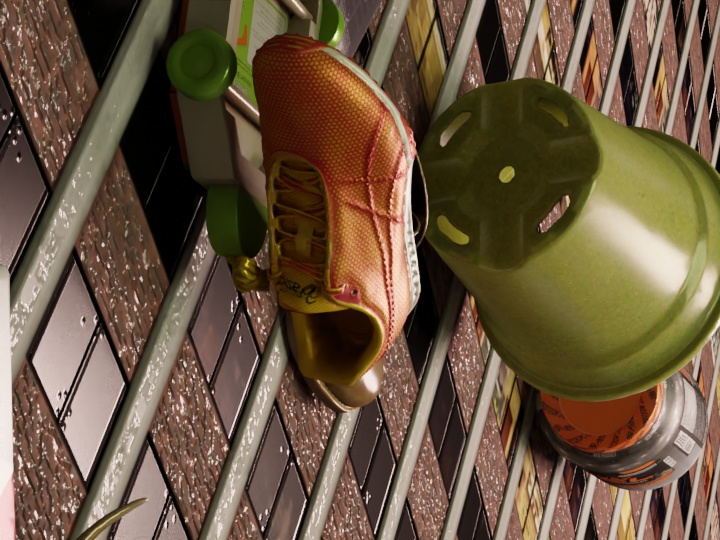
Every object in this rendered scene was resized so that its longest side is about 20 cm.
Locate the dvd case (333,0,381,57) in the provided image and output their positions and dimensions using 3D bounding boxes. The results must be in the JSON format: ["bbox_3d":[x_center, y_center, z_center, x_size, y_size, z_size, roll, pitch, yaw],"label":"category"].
[{"bbox_3d":[-0.003,-0.222,1.278,0.200,0.016,0.149,-65,151,-48],"label":"dvd case"}]

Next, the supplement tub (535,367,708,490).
[{"bbox_3d":[0.214,0.112,1.849,0.200,0.122,0.123,35,60,-69],"label":"supplement tub"}]

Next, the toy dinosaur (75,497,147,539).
[{"bbox_3d":[-0.141,0.170,0.868,0.101,0.058,0.201,85,20,-74],"label":"toy dinosaur"}]

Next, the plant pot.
[{"bbox_3d":[0.128,-0.034,1.487,0.184,0.200,0.201,34,60,-56],"label":"plant pot"}]

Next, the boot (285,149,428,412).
[{"bbox_3d":[0.000,0.000,1.229,0.074,0.075,0.200,-69,156,-49],"label":"boot"}]

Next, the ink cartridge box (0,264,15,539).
[{"bbox_3d":[-0.180,0.078,0.651,0.200,0.083,0.146,-22,114,-71],"label":"ink cartridge box"}]

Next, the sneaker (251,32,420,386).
[{"bbox_3d":[-0.013,-0.024,1.066,0.077,0.073,0.200,-58,145,-38],"label":"sneaker"}]

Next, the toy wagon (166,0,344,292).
[{"bbox_3d":[-0.055,-0.089,1.097,0.155,0.039,0.201,39,57,-69],"label":"toy wagon"}]
